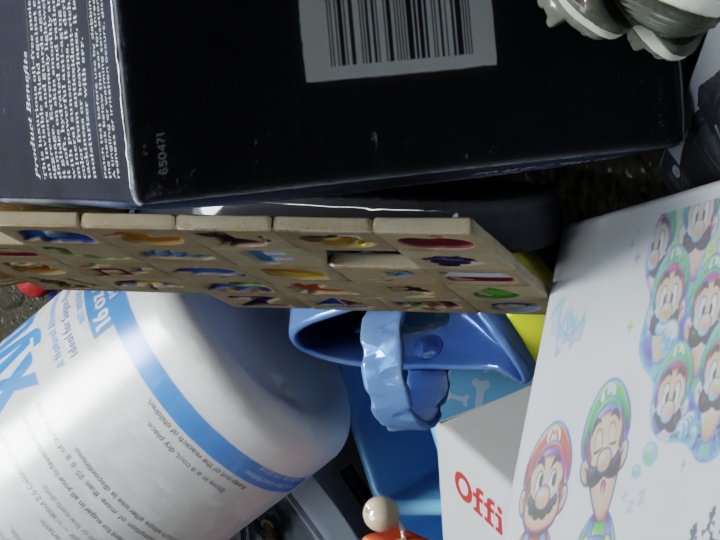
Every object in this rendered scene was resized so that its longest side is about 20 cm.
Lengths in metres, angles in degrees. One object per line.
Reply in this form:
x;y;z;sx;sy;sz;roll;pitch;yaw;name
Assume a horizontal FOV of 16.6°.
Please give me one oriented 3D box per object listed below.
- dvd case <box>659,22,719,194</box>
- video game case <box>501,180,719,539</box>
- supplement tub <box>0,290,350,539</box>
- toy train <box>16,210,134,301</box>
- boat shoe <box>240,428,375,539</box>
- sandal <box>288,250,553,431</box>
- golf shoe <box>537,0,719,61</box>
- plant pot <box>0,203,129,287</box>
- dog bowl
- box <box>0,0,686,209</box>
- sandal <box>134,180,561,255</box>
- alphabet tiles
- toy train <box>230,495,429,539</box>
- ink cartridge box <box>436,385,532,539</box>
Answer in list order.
0.158;-0.044;0.741;0.151;0.025;0.201;58;154;29;dvd case
0.098;0.062;0.782;0.200;0.024;0.184;162;121;-68;video game case
-0.115;0.080;1.074;0.132;0.200;0.132;45;-162;-20;supplement tub
-0.150;-0.082;1.347;0.115;0.084;0.202;-1;105;54;toy train
-0.037;0.111;1.176;0.091;0.071;0.201;-36;82;33;boat shoe
0.000;0.000;1.010;0.200;0.087;0.080;35;163;46;sandal
0.087;-0.166;0.749;0.088;0.077;0.201;-34;63;47;golf shoe
-0.159;-0.102;0.993;0.186;0.185;0.202;130;129;-64;plant pot
0.045;0.096;1.073;0.111;0.049;0.201;-12;97;67;dog bowl
-0.021;-0.088;0.862;0.198;0.198;0.124;-174;78;-67;box
-0.014;-0.012;0.938;0.199;0.076;0.043;6;103;43;sandal
-0.039;-0.002;0.871;0.167;0.198;0.008;33;-120;-72;alphabet tiles
-0.002;0.160;1.081;0.199;0.055;0.152;6;104;58;toy train
0.102;0.157;0.945;0.144;0.083;0.201;39;140;51;ink cartridge box
